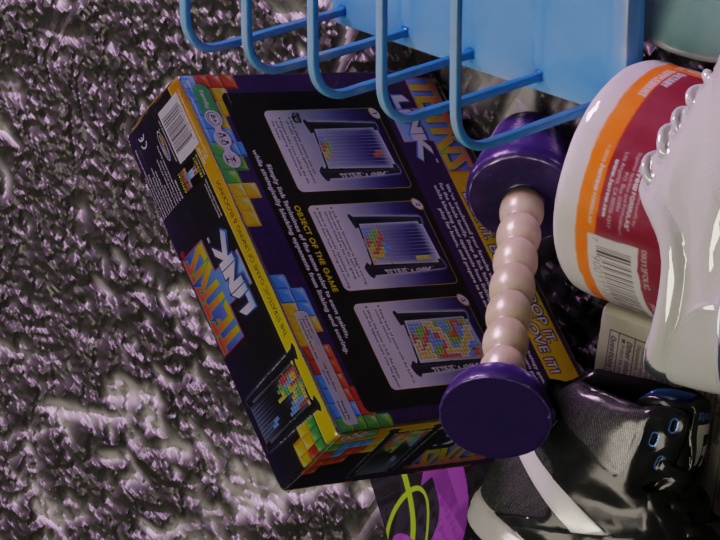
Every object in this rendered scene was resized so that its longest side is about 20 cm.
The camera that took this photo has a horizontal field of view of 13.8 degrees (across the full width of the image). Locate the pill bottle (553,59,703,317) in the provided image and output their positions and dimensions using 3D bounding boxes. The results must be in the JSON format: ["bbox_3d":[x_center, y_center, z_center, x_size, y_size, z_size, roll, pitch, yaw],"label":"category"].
[{"bbox_3d":[0.197,-0.016,1.330,0.200,0.114,0.115,20,117,32],"label":"pill bottle"}]

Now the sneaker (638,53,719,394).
[{"bbox_3d":[0.152,-0.046,1.251,0.071,0.073,0.201,5,86,25],"label":"sneaker"}]

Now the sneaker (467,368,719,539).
[{"bbox_3d":[0.150,0.119,1.345,0.200,0.073,0.112,33,111,18],"label":"sneaker"}]

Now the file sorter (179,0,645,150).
[{"bbox_3d":[0.020,-0.151,1.394,0.200,0.122,0.139,23,121,42],"label":"file sorter"}]

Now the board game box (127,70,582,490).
[{"bbox_3d":[0.000,0.000,1.425,0.057,0.165,0.201,-46,59,40],"label":"board game box"}]

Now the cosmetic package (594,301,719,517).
[{"bbox_3d":[0.206,0.082,1.383,0.200,0.073,0.104,22,119,30],"label":"cosmetic package"}]

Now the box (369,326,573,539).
[{"bbox_3d":[0.079,0.148,1.483,0.143,0.036,0.201,-44,54,39],"label":"box"}]

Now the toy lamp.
[{"bbox_3d":[0.070,0.000,1.391,0.058,0.200,0.058,6,131,7],"label":"toy lamp"}]

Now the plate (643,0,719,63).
[{"bbox_3d":[0.164,-0.194,1.353,0.200,0.026,0.201,14,114,34],"label":"plate"}]
